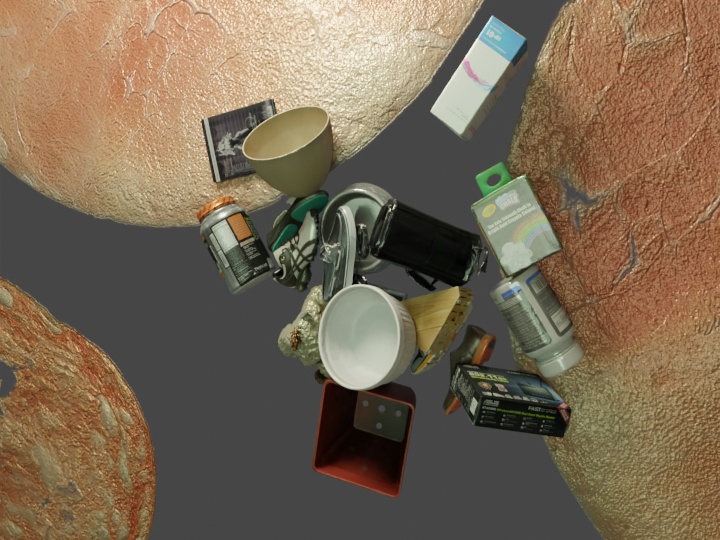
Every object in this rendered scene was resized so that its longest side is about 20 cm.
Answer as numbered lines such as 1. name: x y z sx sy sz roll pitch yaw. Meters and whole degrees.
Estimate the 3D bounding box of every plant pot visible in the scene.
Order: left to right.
1. plant pot: -0.139 -0.240 1.231 0.194 0.203 0.137 -7 131 18
2. plant pot: 0.025 0.332 1.243 0.194 0.176 0.207 12 101 15

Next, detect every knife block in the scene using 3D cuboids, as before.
1. knife block: 0.118 0.085 1.192 0.175 0.063 0.204 39 107 35

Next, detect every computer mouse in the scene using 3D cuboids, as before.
1. computer mouse: 0.000 0.000 1.225 0.058 0.033 0.206 26 118 41

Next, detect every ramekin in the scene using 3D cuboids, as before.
1. ramekin: 0.021 0.136 1.148 0.195 0.104 0.207 -7 78 34

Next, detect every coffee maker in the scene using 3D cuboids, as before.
1. coffee maker: 0.129 -0.059 1.123 0.195 0.192 0.139 19 70 -12

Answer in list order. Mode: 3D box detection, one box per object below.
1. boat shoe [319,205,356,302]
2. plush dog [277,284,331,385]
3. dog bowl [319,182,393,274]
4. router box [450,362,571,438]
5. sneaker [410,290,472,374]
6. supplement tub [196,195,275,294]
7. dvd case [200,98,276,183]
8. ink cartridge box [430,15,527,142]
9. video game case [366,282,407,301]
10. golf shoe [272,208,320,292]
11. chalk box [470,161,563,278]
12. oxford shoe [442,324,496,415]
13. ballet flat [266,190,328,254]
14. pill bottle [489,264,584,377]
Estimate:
1. boat shoe: -0.054 -0.033 1.205 0.066 0.071 0.207 -1 103 -26
2. plush dog: -0.078 0.163 1.261 0.170 0.161 0.202 34 106 -14
3. dog bowl: -0.003 -0.090 1.259 0.194 0.059 0.207 2 98 17
4. router box: 0.291 0.252 1.123 0.194 0.150 0.064 11 103 -12
5. sneaker: 0.163 0.136 1.234 0.077 0.078 0.203 37 104 24
6. supplement tub: -0.291 -0.060 1.322 0.121 0.122 0.204 -30 87 19
7. dvd case: -0.276 -0.302 1.341 0.194 0.016 0.154 -10 95 18
8. ink cartridge box: 0.230 -0.360 1.103 0.084 0.144 0.203 36 106 9
9. video game case: 0.005 0.130 1.305 0.177 0.022 0.207 14 100 16
10. golf shoe: -0.143 -0.045 1.265 0.092 0.078 0.205 10 117 -14
11. chalk box: 0.299 -0.109 1.127 0.122 0.123 0.204 -27 88 20
12. oxford shoe: 0.220 0.215 1.232 0.072 0.071 0.204 31 102 31
13. ballet flat: -0.153 -0.126 1.298 0.200 0.067 0.069 -44 55 20
14. pill bottle: 0.354 0.100 1.140 0.112 0.113 0.203 -32 87 18
